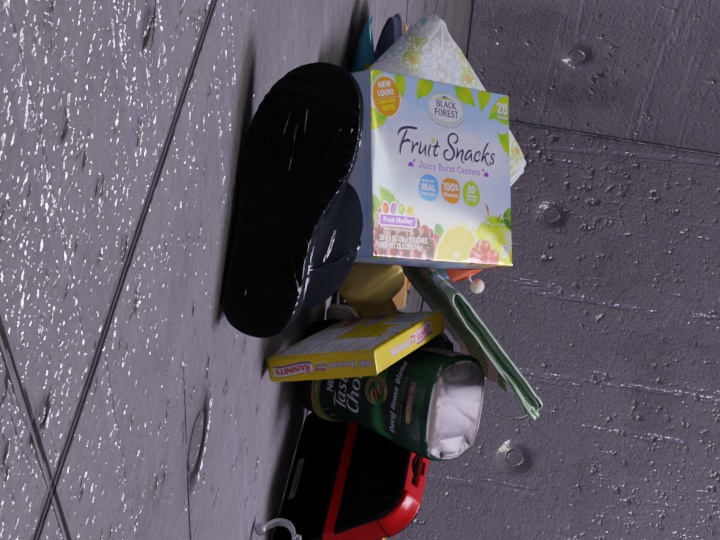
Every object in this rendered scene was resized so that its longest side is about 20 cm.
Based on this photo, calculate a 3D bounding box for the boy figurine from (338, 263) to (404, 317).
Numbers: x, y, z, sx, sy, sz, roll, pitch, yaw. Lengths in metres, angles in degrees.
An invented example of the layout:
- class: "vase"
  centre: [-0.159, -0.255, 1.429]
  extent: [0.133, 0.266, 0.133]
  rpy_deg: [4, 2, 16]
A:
- class: "boy figurine"
  centre: [0.000, 0.000, 1.549]
  extent: [0.125, 0.064, 0.200]
  rpy_deg: [57, -4, -2]

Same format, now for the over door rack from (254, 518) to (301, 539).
- class: "over door rack"
  centre: [-0.076, 0.350, 1.418]
  extent: [0.148, 0.066, 0.201]
  rpy_deg: [94, -13, -45]

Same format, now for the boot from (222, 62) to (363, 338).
- class: "boot"
  centre: [-0.037, -0.056, 1.129]
  extent: [0.168, 0.076, 0.202]
  rpy_deg: [-44, 150, -76]

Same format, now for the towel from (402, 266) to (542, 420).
- class: "towel"
  centre: [0.104, 0.060, 1.514]
  extent: [0.153, 0.023, 0.200]
  rpy_deg: [53, -2, -17]

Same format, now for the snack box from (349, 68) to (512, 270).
- class: "snack box"
  centre: [0.056, -0.089, 1.445]
  extent: [0.199, 0.067, 0.170]
  rpy_deg: [5, 83, -47]

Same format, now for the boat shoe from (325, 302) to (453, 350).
- class: "boat shoe"
  centre: [0.024, 0.075, 1.672]
  extent: [0.200, 0.067, 0.073]
  rpy_deg: [12, -73, 59]

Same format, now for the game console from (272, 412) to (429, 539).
- class: "game console"
  centre: [-0.004, 0.202, 1.598]
  extent: [0.031, 0.176, 0.201]
  rpy_deg: [47, 36, -27]

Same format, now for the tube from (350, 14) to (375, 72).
- class: "tube"
  centre: [-0.002, -0.152, 1.574]
  extent: [0.077, 0.050, 0.202]
  rpy_deg: [148, -53, -80]

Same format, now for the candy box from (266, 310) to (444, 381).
- class: "candy box"
  centre: [0.000, 0.067, 1.405]
  extent: [0.200, 0.101, 0.027]
  rpy_deg: [-23, 104, -68]

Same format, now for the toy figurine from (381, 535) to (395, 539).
- class: "toy figurine"
  centre: [0.001, 0.258, 1.635]
  extent: [0.200, 0.149, 0.186]
  rpy_deg: [126, -23, -72]

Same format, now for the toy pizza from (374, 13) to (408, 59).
- class: "toy pizza"
  centre: [0.028, -0.174, 1.666]
  extent: [0.200, 0.031, 0.202]
  rpy_deg: [-169, -90, -82]

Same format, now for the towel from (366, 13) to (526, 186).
- class: "towel"
  centre: [0.073, -0.131, 1.559]
  extent: [0.201, 0.048, 0.171]
  rpy_deg: [56, 50, -19]

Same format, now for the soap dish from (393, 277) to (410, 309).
- class: "soap dish"
  centre: [0.032, -0.059, 1.885]
  extent: [0.201, 0.080, 0.158]
  rpy_deg: [91, 10, -53]

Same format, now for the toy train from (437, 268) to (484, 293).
- class: "toy train"
  centre: [0.045, -0.027, 1.652]
  extent: [0.055, 0.199, 0.151]
  rpy_deg: [-9, 79, -47]

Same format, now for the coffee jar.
- class: "coffee jar"
  centre: [0.024, 0.113, 1.538]
  extent: [0.085, 0.199, 0.105]
  rpy_deg: [-1, 101, -45]

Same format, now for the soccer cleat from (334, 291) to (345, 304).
- class: "soccer cleat"
  centre: [-0.012, 0.098, 1.787]
  extent: [0.073, 0.068, 0.201]
  rpy_deg: [99, 0, -56]
